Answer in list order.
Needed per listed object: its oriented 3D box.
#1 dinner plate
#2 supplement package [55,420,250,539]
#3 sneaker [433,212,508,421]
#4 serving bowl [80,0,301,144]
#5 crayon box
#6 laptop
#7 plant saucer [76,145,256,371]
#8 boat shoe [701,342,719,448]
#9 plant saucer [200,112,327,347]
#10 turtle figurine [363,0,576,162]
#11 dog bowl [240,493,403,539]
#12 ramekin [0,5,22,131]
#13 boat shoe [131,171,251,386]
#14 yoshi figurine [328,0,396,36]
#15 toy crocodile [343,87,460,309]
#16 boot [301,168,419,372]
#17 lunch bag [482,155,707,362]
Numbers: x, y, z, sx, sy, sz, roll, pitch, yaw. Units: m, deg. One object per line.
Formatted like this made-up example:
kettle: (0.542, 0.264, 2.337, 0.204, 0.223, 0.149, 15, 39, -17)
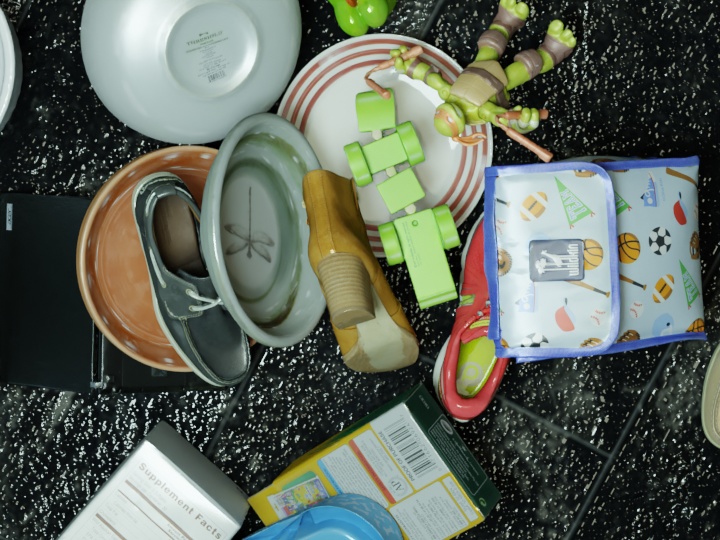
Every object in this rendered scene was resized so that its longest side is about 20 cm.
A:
dinner plate: (0.020, -0.113, 1.689, 0.199, 0.024, 0.201, 0, 95, 1)
supplement package: (-0.207, 0.253, 1.677, 0.117, 0.117, 0.200, 42, 94, -1)
sneaker: (0.119, 0.039, 1.660, 0.077, 0.085, 0.201, 13, 95, -1)
serving bowl: (-0.137, -0.198, 1.606, 0.199, 0.066, 0.201, -9, 115, -20)
crayon box: (0.011, 0.203, 1.674, 0.200, 0.052, 0.126, -33, 94, 30)
laptop: (-0.227, 0.019, 1.713, 0.199, 0.103, 0.178, -1, 96, -24)
plant saucer: (-0.157, -0.011, 1.667, 0.199, 0.032, 0.202, -3, 97, -23)
boat shoe: (0.365, 0.071, 1.673, 0.072, 0.065, 0.201, 25, 95, -1)
plant saucer: (-0.089, -0.034, 1.604, 0.050, 0.200, 0.201, -4, 95, 29)
turtle figurine: (0.117, -0.159, 1.623, 0.199, 0.065, 0.161, 26, 58, 32)
dog bowl: (-0.044, 0.266, 1.665, 0.199, 0.050, 0.112, -28, 96, 31)
ramekin: (-0.396, -0.182, 1.656, 0.199, 0.098, 0.202, 0, 94, 1)
boat shoe: (-0.144, 0.014, 1.622, 0.072, 0.068, 0.201, -24, 107, -17)
yoshi figurine: (-0.023, -0.296, 1.654, 0.112, 0.112, 0.201, -13, 78, -37)
toy crocodile: (0.038, -0.065, 1.644, 0.067, 0.062, 0.201, -22, 90, 2)
boot: (-0.001, 0.000, 1.647, 0.070, 0.201, 0.145, -14, 66, 9)
lunch bag: (0.196, -0.013, 1.607, 0.199, 0.124, 0.171, -4, 92, -30)
